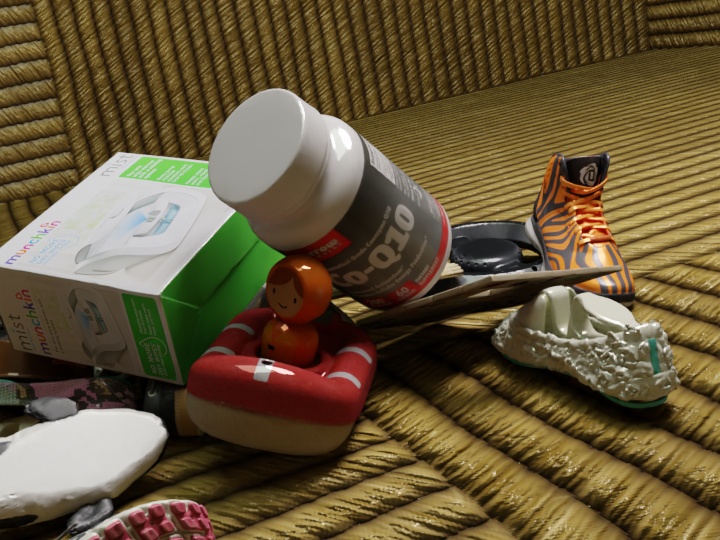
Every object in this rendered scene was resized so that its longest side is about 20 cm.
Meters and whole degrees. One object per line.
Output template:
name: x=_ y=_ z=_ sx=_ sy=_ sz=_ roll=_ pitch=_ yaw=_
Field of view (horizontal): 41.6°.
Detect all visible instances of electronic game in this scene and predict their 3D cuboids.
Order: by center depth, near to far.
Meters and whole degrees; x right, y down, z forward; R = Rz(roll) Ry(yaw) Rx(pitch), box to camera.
electronic game: x=0.136 y=-0.009 z=1.025 sx=0.198 sy=0.042 sz=0.200 roll=-6 pitch=22 yaw=2

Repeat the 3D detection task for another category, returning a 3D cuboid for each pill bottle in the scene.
pill bottle: x=-0.021 y=-0.053 z=0.766 sx=0.113 sy=0.115 sz=0.200 roll=1 pitch=-21 yaw=39

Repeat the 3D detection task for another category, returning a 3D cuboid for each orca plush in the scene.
orca plush: x=-0.231 y=0.163 z=0.671 sx=0.105 sy=0.071 sz=0.200 roll=43 pitch=51 yaw=14

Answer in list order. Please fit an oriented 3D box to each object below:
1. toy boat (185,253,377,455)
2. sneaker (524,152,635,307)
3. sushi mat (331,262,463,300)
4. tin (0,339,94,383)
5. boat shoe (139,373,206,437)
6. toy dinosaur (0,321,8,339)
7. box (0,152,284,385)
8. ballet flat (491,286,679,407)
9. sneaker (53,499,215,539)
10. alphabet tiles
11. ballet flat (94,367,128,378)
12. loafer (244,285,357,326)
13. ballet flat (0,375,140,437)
toy boat: x=-0.053 y=0.052 z=0.724 sx=0.130 sy=0.132 sz=0.200 roll=10 pitch=18 yaw=5
sneaker: x=0.213 y=-0.051 z=0.918 sx=0.077 sy=0.113 sz=0.200 roll=-1 pitch=29 yaw=-14
sushi mat: x=0.000 y=0.000 z=0.916 sx=0.199 sy=0.012 sz=0.095 roll=-10 pitch=23 yaw=-39
tin: x=-0.336 y=0.093 z=0.890 sx=0.199 sy=0.042 sz=0.112 roll=-8 pitch=-12 yaw=33
boat shoe: x=-0.163 y=0.086 z=0.834 sx=0.062 sy=0.075 sz=0.200 roll=-7 pitch=19 yaw=-9
toy dinosaur: x=-0.351 y=0.034 z=0.918 sx=0.200 sy=0.135 sz=0.103 roll=-41 pitch=33 yaw=27
box: x=-0.185 y=-0.010 z=0.824 sx=0.175 sy=0.097 sz=0.200 roll=9 pitch=37 yaw=22
ballet flat: x=0.167 y=0.046 z=0.725 sx=0.071 sy=0.072 sz=0.200 roll=-17 pitch=15 yaw=-21
sneaker: x=-0.164 y=0.175 z=0.489 sx=0.199 sy=0.081 sz=0.074 roll=-22 pitch=16 yaw=-35
alphabet tiles: x=0.099 y=0.026 z=0.827 sx=0.166 sy=0.008 sz=0.199 roll=-4 pitch=-11 yaw=-40
ballet flat: x=-0.199 y=0.042 z=0.944 sx=0.200 sy=0.072 sz=0.072 roll=-49 pitch=25 yaw=-11
loafer: x=-0.066 y=0.047 z=0.915 sx=0.199 sy=0.070 sz=0.070 roll=24 pitch=-4 yaw=42
ballet flat: x=-0.279 y=0.129 z=0.796 sx=0.199 sy=0.069 sz=0.071 roll=-5 pitch=42 yaw=21
